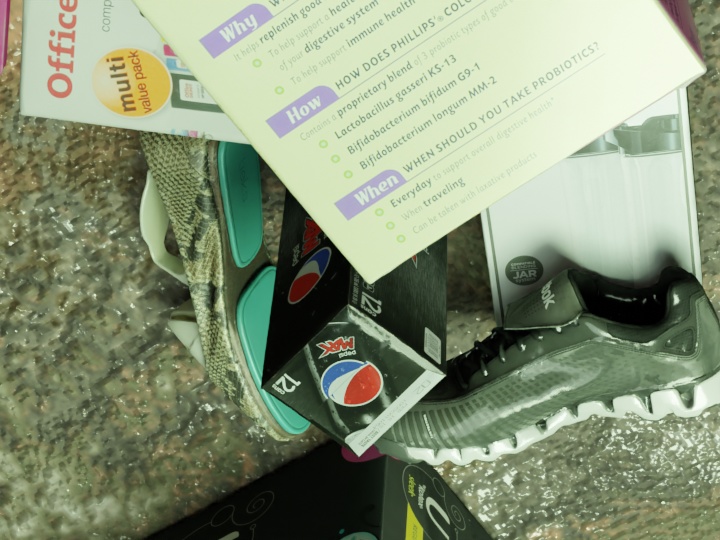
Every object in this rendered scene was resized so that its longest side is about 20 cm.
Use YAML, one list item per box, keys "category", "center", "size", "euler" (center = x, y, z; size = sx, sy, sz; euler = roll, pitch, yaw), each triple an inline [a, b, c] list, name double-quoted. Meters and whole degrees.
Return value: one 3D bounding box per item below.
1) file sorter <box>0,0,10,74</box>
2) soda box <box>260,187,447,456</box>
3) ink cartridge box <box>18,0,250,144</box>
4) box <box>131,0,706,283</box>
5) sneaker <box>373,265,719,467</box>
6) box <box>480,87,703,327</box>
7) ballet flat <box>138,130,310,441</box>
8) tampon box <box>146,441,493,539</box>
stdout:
- category: "file sorter"
  center: [-0.244, -0.168, 1.128]
  size: [0.139, 0.126, 0.200]
  euler: [8, 123, -3]
- category: "soda box"
  center: [0.000, 0.000, 1.179]
  size: [0.063, 0.200, 0.071]
  euler: [36, 117, -18]
- category: "ink cartridge box"
  center: [-0.054, -0.156, 1.114]
  size: [0.199, 0.145, 0.148]
  euler: [7, 122, -2]
- category: "box"
  center: [0.016, -0.130, 0.987]
  size: [0.176, 0.097, 0.200]
  euler: [-33, 114, 18]
- category: "sneaker"
  center: [0.094, 0.042, 1.213]
  size: [0.199, 0.067, 0.091]
  euler: [-12, 119, 5]
- category: "box"
  center: [0.118, -0.041, 1.230]
  size: [0.116, 0.060, 0.200]
  euler: [-5, 122, 6]
- category: "ballet flat"
  center: [-0.078, 0.000, 1.273]
  size: [0.075, 0.068, 0.200]
  euler: [2, 120, 28]
- category: "tampon box"
  center: [-0.033, 0.208, 1.343]
  size: [0.200, 0.150, 0.126]
  euler: [-30, 117, 20]
